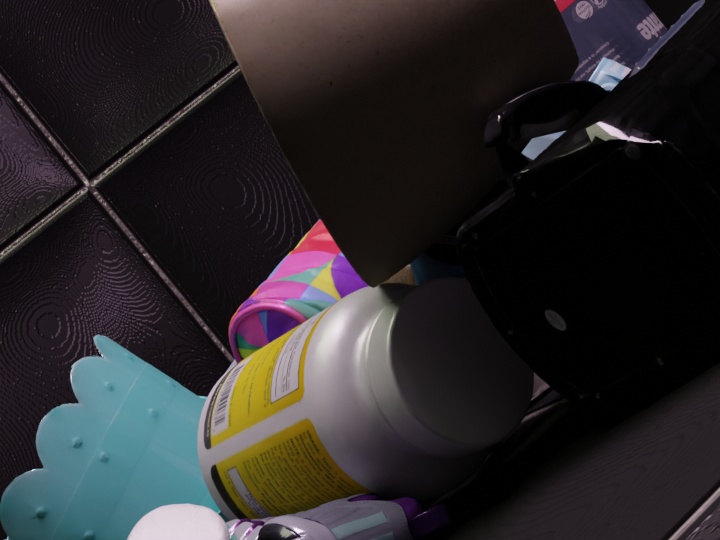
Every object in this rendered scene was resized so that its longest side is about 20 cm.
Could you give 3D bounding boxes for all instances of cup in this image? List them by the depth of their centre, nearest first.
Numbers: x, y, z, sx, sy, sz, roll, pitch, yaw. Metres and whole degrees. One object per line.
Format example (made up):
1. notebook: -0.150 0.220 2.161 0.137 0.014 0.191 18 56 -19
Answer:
1. cup: 0.023 -0.113 0.969 0.142 0.202 0.200 -27 2 5

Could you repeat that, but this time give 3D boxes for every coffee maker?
1. coffee maker: 0.171 -0.046 0.905 0.191 0.136 0.200 -5 26 39

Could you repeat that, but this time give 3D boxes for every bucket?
1. bucket: -0.142 0.155 1.179 0.209 0.134 0.207 -64 2 4

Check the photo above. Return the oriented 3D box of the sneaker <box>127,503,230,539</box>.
1. sneaker: -0.101 0.214 0.939 0.089 0.074 0.201 81 -155 -44

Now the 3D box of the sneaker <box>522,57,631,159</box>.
1. sneaker: 0.168 -0.087 1.188 0.198 0.083 0.074 -3 15 11

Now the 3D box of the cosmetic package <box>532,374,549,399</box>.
1. cosmetic package: 0.109 0.012 1.243 0.103 0.087 0.200 -39 1 20

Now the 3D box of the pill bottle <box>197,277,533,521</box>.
1. pill bottle: 0.002 0.073 1.029 0.112 0.113 0.200 -40 5 -34

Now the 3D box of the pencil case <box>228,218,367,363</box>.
1. pencil case: 0.000 0.000 1.210 0.088 0.088 0.200 -39 8 48

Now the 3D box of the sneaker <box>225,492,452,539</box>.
1. sneaker: -0.015 0.150 0.987 0.087 0.075 0.200 -17 -4 -18

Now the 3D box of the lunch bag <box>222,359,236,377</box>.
1. lunch bag: -0.009 0.069 1.342 0.199 0.128 0.170 -25 -15 -48

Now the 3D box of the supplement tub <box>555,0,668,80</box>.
1. supplement tub: 0.173 -0.120 1.421 0.140 0.200 0.140 -40 1 1

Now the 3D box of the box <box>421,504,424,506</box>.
1. box: -0.014 0.162 1.213 0.163 0.021 0.200 -40 1 2

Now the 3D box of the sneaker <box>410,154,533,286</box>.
1. sneaker: 0.108 -0.033 1.081 0.198 0.083 0.071 -14 -15 -32

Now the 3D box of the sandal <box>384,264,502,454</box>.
1. sandal: 0.035 0.009 1.112 0.057 0.203 0.080 -17 -19 22
